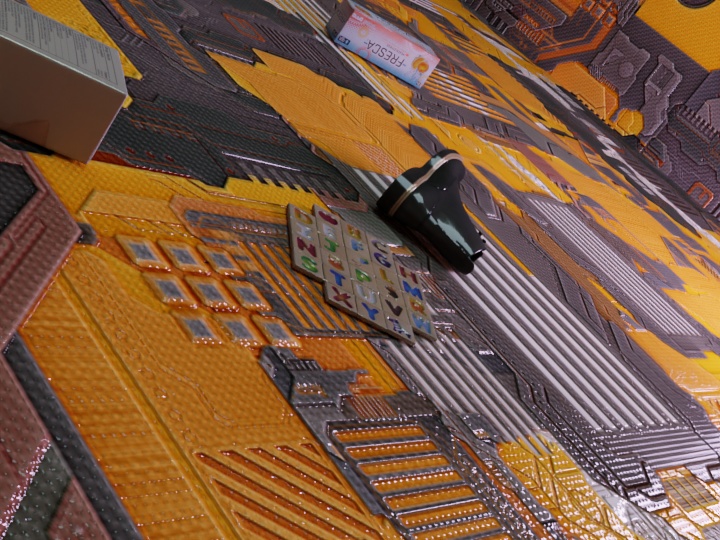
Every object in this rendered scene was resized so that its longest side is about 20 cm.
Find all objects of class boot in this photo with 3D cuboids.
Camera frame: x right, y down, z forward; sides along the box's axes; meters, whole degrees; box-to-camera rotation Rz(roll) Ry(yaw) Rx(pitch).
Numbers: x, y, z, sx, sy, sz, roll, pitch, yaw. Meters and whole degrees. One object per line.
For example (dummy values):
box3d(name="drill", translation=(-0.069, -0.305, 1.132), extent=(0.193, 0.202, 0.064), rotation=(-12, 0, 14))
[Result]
box3d(name="boot", translation=(0.113, -0.068, 1.332), extent=(0.138, 0.077, 0.200), rotation=(44, 35, 7))

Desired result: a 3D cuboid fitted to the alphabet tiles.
box3d(name="alphabet tiles", translation=(0.000, 0.000, 1.085), extent=(0.166, 0.006, 0.200), rotation=(28, 22, -20))

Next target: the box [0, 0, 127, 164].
box3d(name="box", translation=(-0.299, -0.174, 0.883), extent=(0.200, 0.078, 0.095), rotation=(24, 24, -31))

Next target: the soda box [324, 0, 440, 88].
box3d(name="soda box", translation=(0.040, -0.398, 1.905), extent=(0.200, 0.068, 0.064), rotation=(24, 24, -32))
